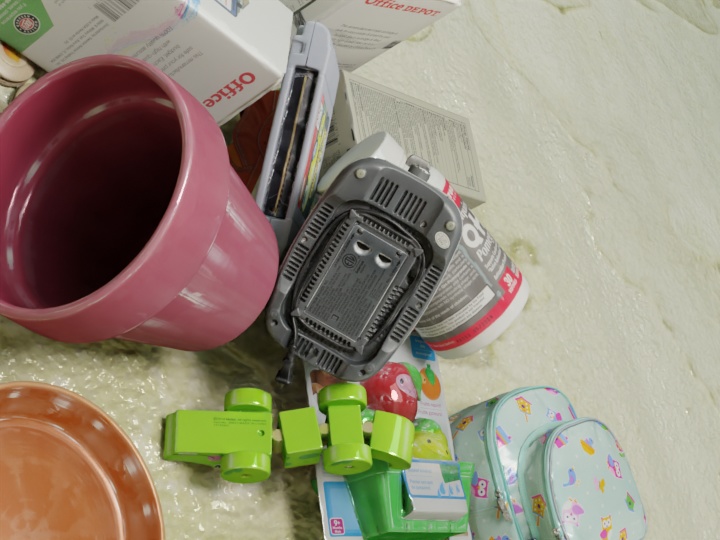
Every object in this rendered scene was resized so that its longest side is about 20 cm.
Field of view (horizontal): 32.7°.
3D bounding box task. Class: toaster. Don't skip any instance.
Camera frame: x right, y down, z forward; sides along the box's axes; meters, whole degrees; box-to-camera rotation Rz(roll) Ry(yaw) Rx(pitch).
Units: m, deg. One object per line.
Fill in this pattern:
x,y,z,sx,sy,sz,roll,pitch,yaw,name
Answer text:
0.000,0.000,0.980,0.114,0.200,0.129,29,10,-2,toaster

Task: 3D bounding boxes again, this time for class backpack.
0.168,0.210,1.175,0.176,0.153,0.200,-12,72,-48,backpack

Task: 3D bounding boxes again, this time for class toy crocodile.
-0.054,0.132,0.961,0.200,0.062,0.068,-1,61,-10,toy crocodile

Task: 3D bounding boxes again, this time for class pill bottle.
0.053,-0.025,1.108,0.200,0.111,0.111,49,39,-18,pill bottle

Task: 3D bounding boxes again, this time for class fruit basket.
0.028,0.139,1.073,0.185,0.094,0.200,14,66,-45,fruit basket

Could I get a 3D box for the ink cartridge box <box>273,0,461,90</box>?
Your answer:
-0.030,-0.247,1.153,0.145,0.200,0.084,-6,74,-53,ink cartridge box

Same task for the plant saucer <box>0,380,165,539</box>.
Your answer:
-0.216,0.173,0.813,0.200,0.032,0.201,28,50,-38,plant saucer

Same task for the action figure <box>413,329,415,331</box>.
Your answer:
-0.008,0.040,1.142,0.200,0.052,0.066,27,55,-37,action figure

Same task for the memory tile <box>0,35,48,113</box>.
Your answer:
-0.262,-0.176,0.977,0.200,0.017,0.153,-33,96,-54,memory tile

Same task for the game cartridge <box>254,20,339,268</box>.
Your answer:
-0.055,-0.096,1.034,0.133,0.041,0.200,114,-12,-86,game cartridge

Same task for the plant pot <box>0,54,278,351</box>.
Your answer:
-0.157,-0.028,0.888,0.179,0.200,0.200,37,41,-55,plant pot

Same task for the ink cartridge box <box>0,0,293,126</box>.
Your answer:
-0.173,-0.199,0.965,0.200,0.145,0.088,36,42,-32,ink cartridge box

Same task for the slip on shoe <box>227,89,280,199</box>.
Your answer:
-0.104,-0.081,1.088,0.061,0.074,0.200,13,59,-1,slip on shoe

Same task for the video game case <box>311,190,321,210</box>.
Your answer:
-0.009,-0.067,1.227,0.200,0.018,0.143,50,38,-19,video game case

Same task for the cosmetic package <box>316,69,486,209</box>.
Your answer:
0.032,-0.120,1.232,0.200,0.073,0.104,14,59,-47,cosmetic package
